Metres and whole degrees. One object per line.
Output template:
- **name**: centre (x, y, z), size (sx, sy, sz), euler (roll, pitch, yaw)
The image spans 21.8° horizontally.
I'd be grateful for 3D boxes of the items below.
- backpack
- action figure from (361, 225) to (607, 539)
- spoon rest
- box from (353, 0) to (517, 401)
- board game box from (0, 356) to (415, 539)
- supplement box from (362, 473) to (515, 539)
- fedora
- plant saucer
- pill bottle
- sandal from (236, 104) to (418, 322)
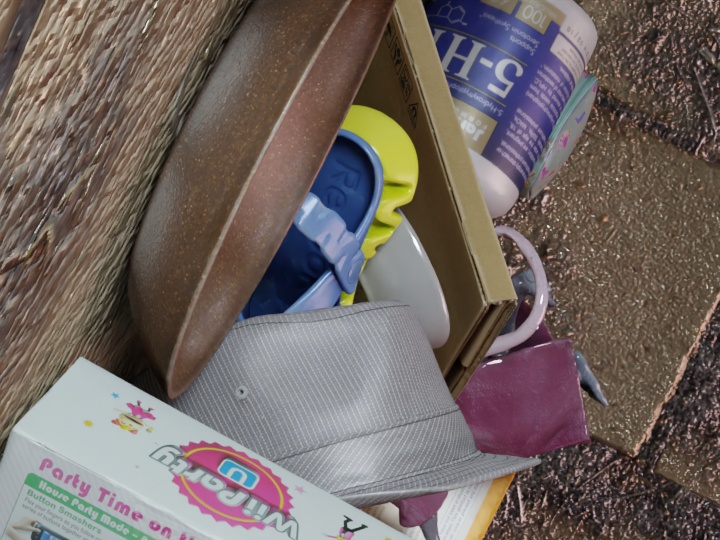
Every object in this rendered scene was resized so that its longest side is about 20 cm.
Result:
- **backpack**: centre (0.151, -0.173, 1.848), size (0.176, 0.153, 0.201), euler (30, 80, -82)
- **action figure**: centre (0.045, 0.091, 1.131), size (0.200, 0.134, 0.149), euler (-27, 147, -2)
- **spoon rest**: centre (0.000, 0.000, 1.023), size (0.061, 0.100, 0.200), euler (-29, -174, -21)
- **box**: centre (0.029, -0.029, 1.059), size (0.164, 0.021, 0.201), euler (115, -36, -57)
- **board game box**: centre (-0.084, 0.155, 0.682), size (0.200, 0.147, 0.064), euler (-63, 176, 26)
- **supplement box**: centre (-0.010, 0.134, 1.243), size (0.126, 0.200, 0.074), euler (-61, 179, -16)
- **fedora**: centre (-0.028, 0.065, 0.825), size (0.200, 0.091, 0.177), euler (-17, 174, 30)
- **plant saucer**: centre (-0.040, -0.048, 0.715), size (0.201, 0.037, 0.200), euler (-62, 176, -7)
- **pill bottle**: centre (0.070, -0.104, 1.299), size (0.200, 0.119, 0.120), euler (-63, 177, -9)
- **sandal**: centre (-0.038, 0.018, 0.918), size (0.087, 0.079, 0.201), euler (-26, 132, -59)
